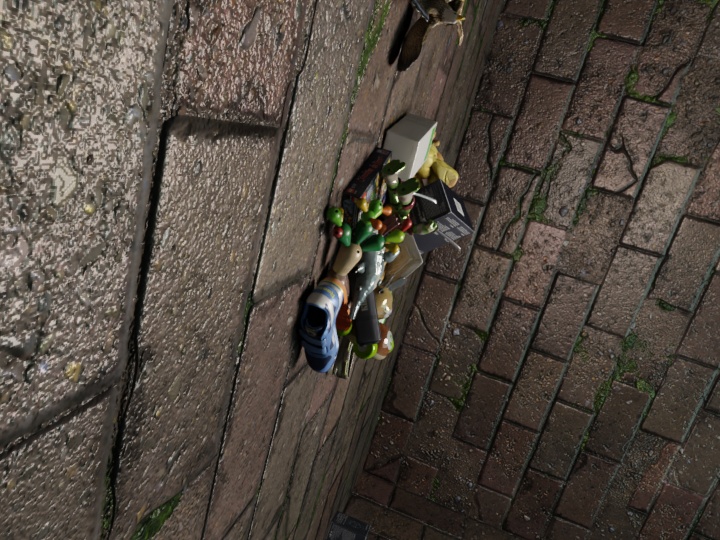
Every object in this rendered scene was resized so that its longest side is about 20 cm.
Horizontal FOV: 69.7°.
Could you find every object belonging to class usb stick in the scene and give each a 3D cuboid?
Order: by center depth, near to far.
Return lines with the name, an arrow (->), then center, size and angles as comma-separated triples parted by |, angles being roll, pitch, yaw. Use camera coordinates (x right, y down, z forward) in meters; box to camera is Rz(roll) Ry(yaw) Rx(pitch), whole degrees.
usb stick -> 0.006, 0.065, 1.130 | 0.033, 0.055, 0.201 | 50, 30, -72

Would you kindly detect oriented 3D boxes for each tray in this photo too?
tray -> 0.070, -0.009, 1.322 | 0.200, 0.022, 0.108 | -42, -130, 34

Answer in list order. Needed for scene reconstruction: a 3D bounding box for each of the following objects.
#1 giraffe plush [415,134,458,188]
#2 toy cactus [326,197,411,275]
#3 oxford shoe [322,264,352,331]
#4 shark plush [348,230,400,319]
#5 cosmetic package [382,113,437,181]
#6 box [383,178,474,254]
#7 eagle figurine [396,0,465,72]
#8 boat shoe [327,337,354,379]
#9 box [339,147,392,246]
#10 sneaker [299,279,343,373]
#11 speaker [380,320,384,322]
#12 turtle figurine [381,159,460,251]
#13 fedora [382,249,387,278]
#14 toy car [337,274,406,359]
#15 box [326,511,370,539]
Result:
giraffe plush -> 0.180, -0.307, 1.473 | 0.201, 0.172, 0.162 | 63, 21, -23
toy cactus -> 0.005, -0.059, 1.000 | 0.199, 0.102, 0.166 | 5, 123, -51
oxford shoe -> -0.043, 0.063, 1.117 | 0.201, 0.071, 0.073 | 92, 15, -53
shark plush -> 0.000, 0.000, 1.089 | 0.083, 0.091, 0.201 | 27, 90, -57
cosmetic package -> 0.116, -0.303, 1.260 | 0.200, 0.084, 0.108 | -57, 164, -55
box -> 0.186, -0.139, 1.416 | 0.200, 0.181, 0.105 | 22, 48, -59
eagle figurine -> 0.135, -0.502, 1.018 | 0.199, 0.151, 0.152 | -33, 106, -24
boat shoe -> -0.028, 0.194, 1.407 | 0.072, 0.060, 0.203 | 57, 53, -76
box -> 0.013, -0.157, 1.112 | 0.200, 0.037, 0.137 | -60, 164, -45
sneaker -> -0.085, 0.120, 1.012 | 0.082, 0.073, 0.201 | -47, 145, -60
speaker -> 0.023, 0.138, 1.499 | 0.089, 0.088, 0.201 | 75, 35, -70
turtle figurine -> 0.121, -0.150, 1.137 | 0.194, 0.199, 0.145 | 74, 20, -57
fedora -> 0.026, -0.028, 1.260 | 0.201, 0.081, 0.202 | 18, 90, -78
toy car -> 0.045, 0.099, 1.258 | 0.200, 0.158, 0.164 | -55, 161, 8
box -> -0.063, 1.401, 2.765 | 0.148, 0.199, 0.108 | 20, 88, -78
